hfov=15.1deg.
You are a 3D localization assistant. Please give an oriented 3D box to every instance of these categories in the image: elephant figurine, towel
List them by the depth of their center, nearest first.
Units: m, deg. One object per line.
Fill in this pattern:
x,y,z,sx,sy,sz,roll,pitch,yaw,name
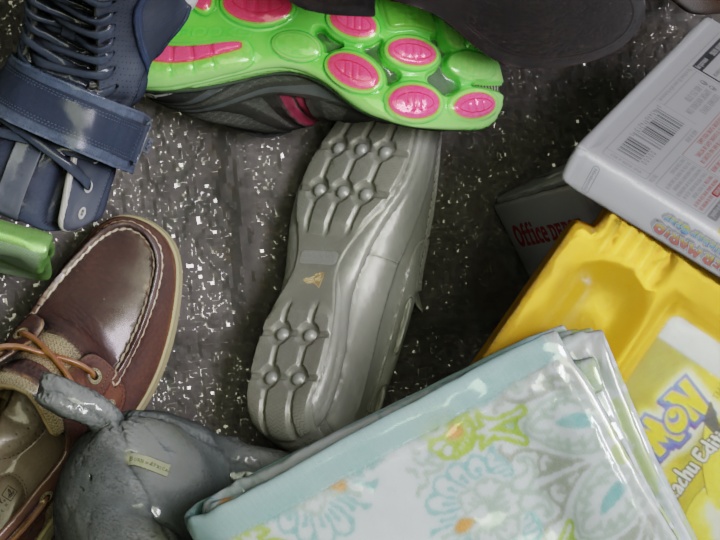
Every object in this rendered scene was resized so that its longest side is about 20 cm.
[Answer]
0.047,0.135,1.165,0.199,0.048,0.172,-26,97,9,towel
-0.238,-0.028,1.240,0.199,0.149,0.031,16,88,-4,towel
-0.102,0.166,1.287,0.141,0.200,0.156,3,55,-24,elephant figurine

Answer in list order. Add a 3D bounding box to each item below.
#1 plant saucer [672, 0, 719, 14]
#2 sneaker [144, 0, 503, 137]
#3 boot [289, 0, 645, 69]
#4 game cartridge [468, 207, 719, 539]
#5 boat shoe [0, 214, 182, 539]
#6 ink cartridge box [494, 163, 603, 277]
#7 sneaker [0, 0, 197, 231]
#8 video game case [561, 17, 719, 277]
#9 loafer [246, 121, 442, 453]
0.114,-0.188,1.328,0.200,0.200,0.032,41,99,-9,plant saucer
-0.027,-0.105,1.333,0.199,0.084,0.077,9,78,4,sneaker
0.035,-0.181,1.325,0.187,0.200,0.069,3,125,-9,boot
0.135,0.092,1.194,0.199,0.032,0.177,34,96,-5,game cartridge
-0.149,0.062,1.302,0.072,0.072,0.201,30,84,9,boat shoe
0.161,0.031,1.347,0.084,0.145,0.201,-28,94,-13,ink cartridge box
-0.130,-0.092,1.194,0.077,0.202,0.147,29,88,9,sneaker
0.201,-0.034,1.227,0.181,0.200,0.023,32,120,10,video game case
0.000,0.000,1.358,0.070,0.070,0.201,37,69,-49,loafer
